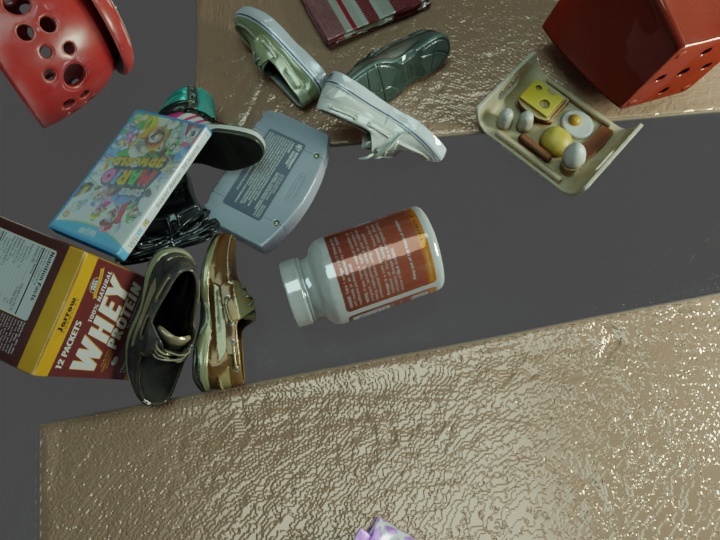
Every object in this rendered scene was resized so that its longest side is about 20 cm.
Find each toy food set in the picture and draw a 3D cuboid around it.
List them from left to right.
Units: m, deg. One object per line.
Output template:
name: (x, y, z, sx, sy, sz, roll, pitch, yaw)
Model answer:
toy food set: (0.285, -0.219, 0.850, 0.199, 0.061, 0.143, 42, 77, 16)

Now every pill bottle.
pill bottle: (0.000, 0.000, 0.752, 0.195, 0.113, 0.115, -18, 68, -5)

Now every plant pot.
plant pot: (-0.457, -0.347, 0.871, 0.181, 0.202, 0.201, -38, 71, -20)
plant pot: (0.410, -0.349, 0.816, 0.195, 0.200, 0.180, -17, 77, -16)

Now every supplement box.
supplement box: (-0.381, 0.030, 0.706, 0.195, 0.197, 0.136, 20, 82, 11)

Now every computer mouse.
computer mouse: (-0.266, -0.074, 0.803, 0.135, 0.054, 0.201, -17, 41, -11)

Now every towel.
towel: (0.004, -0.461, 0.981, 0.196, 0.023, 0.146, -24, 67, -8)

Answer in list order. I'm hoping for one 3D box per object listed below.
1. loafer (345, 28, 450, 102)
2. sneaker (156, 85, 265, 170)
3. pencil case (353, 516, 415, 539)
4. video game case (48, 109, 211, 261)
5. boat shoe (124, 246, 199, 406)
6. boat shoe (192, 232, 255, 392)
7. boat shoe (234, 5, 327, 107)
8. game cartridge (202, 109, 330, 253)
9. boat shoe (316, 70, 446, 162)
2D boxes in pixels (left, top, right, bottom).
loafer: (0.045, -0.314, 0.904, 0.197, 0.073, 0.063, -30, 51, -14)
sneaker: (-0.220, -0.209, 0.849, 0.194, 0.085, 0.123, 2, 54, 11)
pencil case: (0.075, 0.350, 0.627, 0.196, 0.086, 0.085, 27, 70, 14)
video game case: (-0.296, -0.118, 0.755, 0.140, 0.018, 0.203, 17, 68, 27)
boat shoe: (-0.240, 0.076, 0.714, 0.073, 0.073, 0.206, 3, 105, -33)
boat shoe: (-0.171, 0.055, 0.767, 0.072, 0.076, 0.206, 2, 77, -2)
boat shoe: (-0.135, -0.335, 0.913, 0.199, 0.072, 0.062, 42, 73, 14)
game cartridge: (-0.130, -0.129, 0.852, 0.131, 0.042, 0.203, 27, 72, 8)
boat shoe: (0.024, -0.192, 0.836, 0.199, 0.075, 0.088, 30, 91, -13)
